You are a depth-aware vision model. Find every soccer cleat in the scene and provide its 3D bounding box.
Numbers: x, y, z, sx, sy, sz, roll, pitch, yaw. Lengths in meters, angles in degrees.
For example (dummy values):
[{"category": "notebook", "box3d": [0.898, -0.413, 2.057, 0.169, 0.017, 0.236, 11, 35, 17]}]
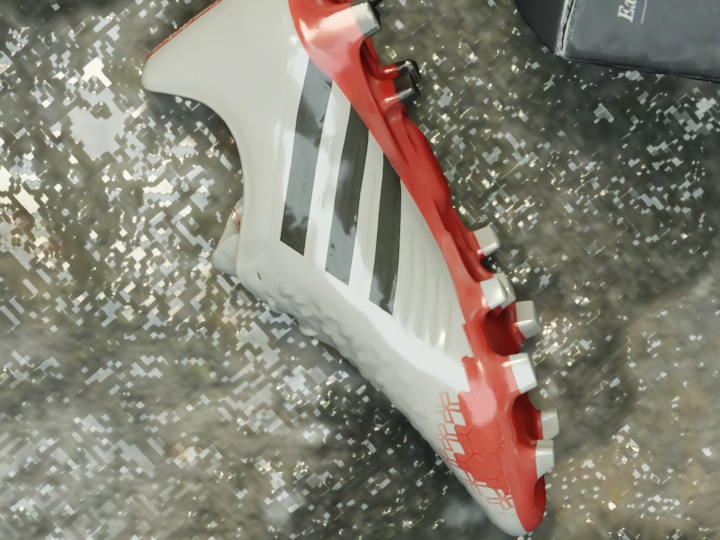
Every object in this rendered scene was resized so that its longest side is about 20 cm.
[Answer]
[{"category": "soccer cleat", "box3d": [0.000, 0.000, 0.811, 0.085, 0.069, 0.200, -22, 104, 12]}]

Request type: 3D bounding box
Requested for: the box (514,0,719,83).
[{"category": "box", "box3d": [0.158, -0.129, 0.759, 0.200, 0.104, 0.148, 9, 106, -6]}]
